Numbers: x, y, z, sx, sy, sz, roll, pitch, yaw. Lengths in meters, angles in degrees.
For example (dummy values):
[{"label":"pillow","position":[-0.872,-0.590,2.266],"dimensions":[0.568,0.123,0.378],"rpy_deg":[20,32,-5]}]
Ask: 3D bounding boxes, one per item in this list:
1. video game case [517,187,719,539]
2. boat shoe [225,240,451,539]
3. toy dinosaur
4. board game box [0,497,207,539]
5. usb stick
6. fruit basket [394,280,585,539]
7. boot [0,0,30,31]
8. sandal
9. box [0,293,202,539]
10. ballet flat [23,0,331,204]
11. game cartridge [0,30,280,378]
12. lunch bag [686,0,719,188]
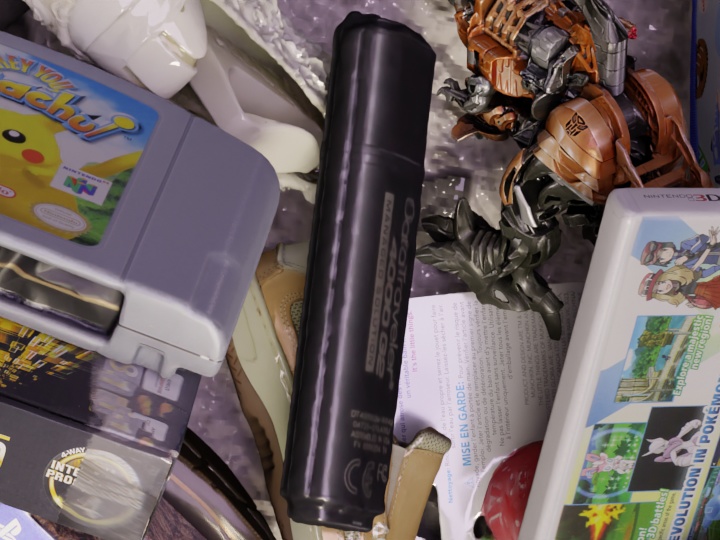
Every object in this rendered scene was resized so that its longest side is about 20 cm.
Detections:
[{"label":"video game case","position":[0.159,0.056,1.003],"dimensions":[0.182,0.022,0.200],"rpy_deg":[0,126,-18]},{"label":"boat shoe","position":[0.002,0.083,1.065],"dimensions":[0.076,0.072,0.201],"rpy_deg":[-18,94,2]},{"label":"toy dinosaur","position":[0.084,-0.046,1.039],"dimensions":[0.102,0.136,0.201],"rpy_deg":[-4,57,-17]},{"label":"board game box","position":[-0.142,0.170,0.981],"dimensions":[0.200,0.097,0.159],"rpy_deg":[-39,108,14]},{"label":"usb stick","position":[0.000,0.000,1.024],"dimensions":[0.055,0.033,0.201],"rpy_deg":[20,74,-59]},{"label":"fruit basket","position":[0.112,0.094,1.115],"dimensions":[0.199,0.094,0.186],"rpy_deg":[-6,93,0]},{"label":"boot","position":[-0.090,-0.147,1.043],"dimensions":[0.200,0.073,0.182],"rpy_deg":[-42,88,-18]},{"label":"sandal","position":[-0.107,0.058,1.036],"dimensions":[0.055,0.082,0.200],"rpy_deg":[-39,97,5]},{"label":"box","position":[-0.131,0.002,0.949],"dimensions":[0.161,0.200,0.049],"rpy_deg":[22,121,-6]},{"label":"ballet flat","position":[-0.061,-0.084,1.012],"dimensions":[0.200,0.072,0.072],"rpy_deg":[32,82,-44]},{"label":"game cartridge","position":[-0.129,-0.037,0.931],"dimensions":[0.199,0.133,0.041],"rpy_deg":[21,118,-4]},{"label":"lunch bag","position":[0.171,-0.105,1.038],"dimensions":[0.075,0.160,0.201],"rpy_deg":[2,88,-7]}]
